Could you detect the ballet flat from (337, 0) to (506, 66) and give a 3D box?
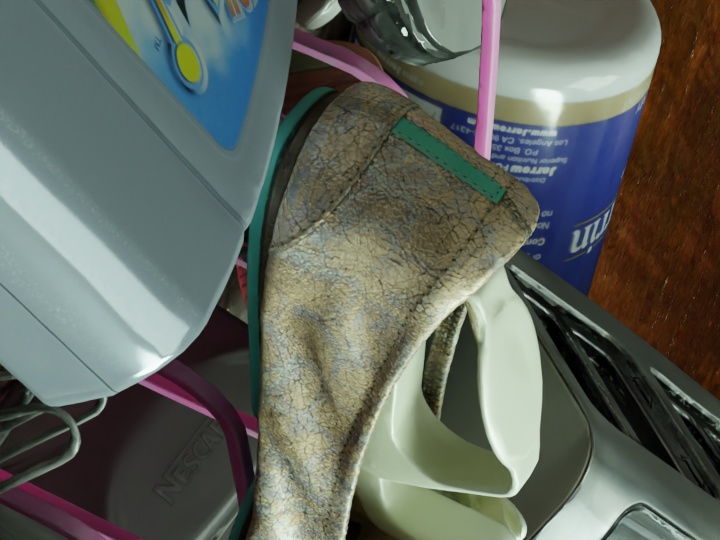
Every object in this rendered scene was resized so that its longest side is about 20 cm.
[{"bbox_3d":[-0.010,-0.146,0.705,0.066,0.057,0.201,-32,119,-33],"label":"ballet flat"}]

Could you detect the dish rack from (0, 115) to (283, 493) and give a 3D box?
[{"bbox_3d":[-0.087,-0.029,0.505,0.154,0.054,0.200,61,26,-19],"label":"dish rack"}]

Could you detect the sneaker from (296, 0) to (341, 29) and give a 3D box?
[{"bbox_3d":[0.001,-0.145,0.792,0.087,0.074,0.200,-54,160,-24],"label":"sneaker"}]

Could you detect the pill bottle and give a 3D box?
[{"bbox_3d":[0.039,-0.024,1.012,0.116,0.115,0.201,-48,156,-52],"label":"pill bottle"}]

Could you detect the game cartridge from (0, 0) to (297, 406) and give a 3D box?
[{"bbox_3d":[-0.060,-0.081,0.495,0.133,0.040,0.201,51,32,-42],"label":"game cartridge"}]

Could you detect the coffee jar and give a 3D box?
[{"bbox_3d":[-0.067,0.090,0.862,0.104,0.085,0.200,-53,161,-25],"label":"coffee jar"}]

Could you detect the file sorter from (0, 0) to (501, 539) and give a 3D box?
[{"bbox_3d":[-0.059,-0.001,0.679,0.200,0.125,0.139,-60,164,-26],"label":"file sorter"}]

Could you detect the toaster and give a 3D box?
[{"bbox_3d":[0.076,0.097,0.932,0.119,0.181,0.200,-46,-147,12],"label":"toaster"}]

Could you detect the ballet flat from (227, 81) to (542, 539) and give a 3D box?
[{"bbox_3d":[0.005,0.045,0.591,0.068,0.067,0.200,-57,163,-36],"label":"ballet flat"}]

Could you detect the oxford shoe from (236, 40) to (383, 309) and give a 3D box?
[{"bbox_3d":[0.000,0.000,0.825,0.200,0.070,0.074,-98,176,-57],"label":"oxford shoe"}]
